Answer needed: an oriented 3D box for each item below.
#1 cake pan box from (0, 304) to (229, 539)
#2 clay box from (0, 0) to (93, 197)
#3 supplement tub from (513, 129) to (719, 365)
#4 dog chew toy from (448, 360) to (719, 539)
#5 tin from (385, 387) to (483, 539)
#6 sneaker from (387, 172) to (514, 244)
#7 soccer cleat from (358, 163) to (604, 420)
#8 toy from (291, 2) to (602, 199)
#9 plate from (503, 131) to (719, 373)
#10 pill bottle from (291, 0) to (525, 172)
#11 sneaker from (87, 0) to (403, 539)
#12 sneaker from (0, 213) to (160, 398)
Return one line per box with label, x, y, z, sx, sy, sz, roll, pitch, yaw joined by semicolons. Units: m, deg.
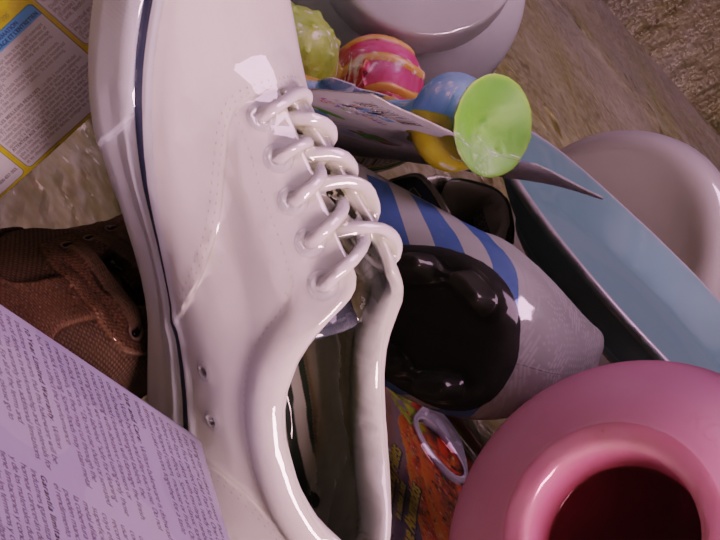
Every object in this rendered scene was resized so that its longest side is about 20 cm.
cake pan box;-0.085;0.076;0.465;0.184;0.052;0.201;36;20;-40
clay box;-0.148;-0.109;0.600;0.200;0.115;0.048;43;15;-30
supplement tub;0.172;0.020;1.201;0.200;0.144;0.145;30;25;-55
dog chew toy;0.103;0.104;0.706;0.125;0.124;0.200;57;6;25
tin;0.014;0.092;0.757;0.112;0.042;0.200;52;14;-11
sneaker;0.034;0.004;0.925;0.067;0.090;0.200;54;14;18
soccer cleat;0.000;0.000;0.783;0.199;0.070;0.086;32;13;38
toy;-0.006;-0.072;0.836;0.115;0.048;0.199;20;-1;-37
plate;0.119;0.019;0.905;0.200;0.026;0.200;43;14;-14
pill bottle;0.009;-0.116;0.958;0.113;0.113;0.200;51;-13;2
sneaker;-0.022;-0.012;0.597;0.073;0.070;0.202;-26;114;-51
sneaker;-0.066;0.001;0.656;0.071;0.075;0.200;52;14;7
